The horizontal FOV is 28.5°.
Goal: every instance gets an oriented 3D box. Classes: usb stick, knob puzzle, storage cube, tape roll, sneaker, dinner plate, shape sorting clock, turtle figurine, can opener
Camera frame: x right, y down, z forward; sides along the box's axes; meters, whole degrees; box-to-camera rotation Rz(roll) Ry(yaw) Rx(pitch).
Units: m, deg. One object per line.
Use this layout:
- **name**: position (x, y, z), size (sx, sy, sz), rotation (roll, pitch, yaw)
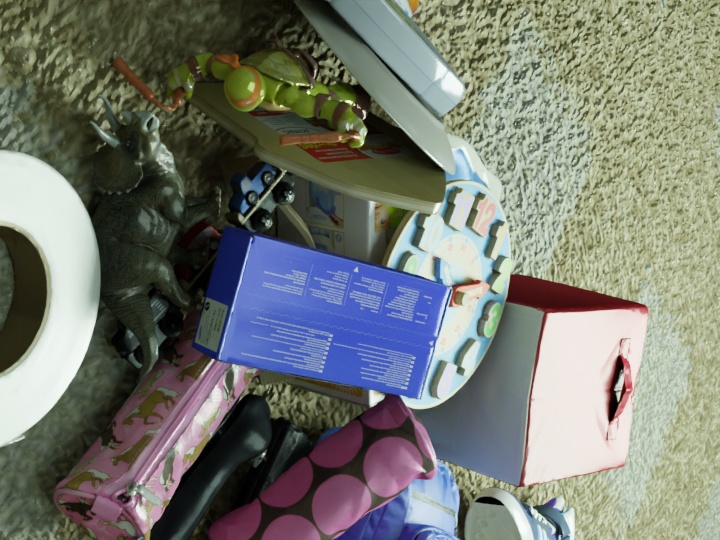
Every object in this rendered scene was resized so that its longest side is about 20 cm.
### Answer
- **usb stick**: position (-0.097, 0.223, 1.220), size (0.201, 0.032, 0.056), rotation (-65, 150, -18)
- **knob puzzle**: position (-0.018, -0.089, 1.109), size (0.219, 0.219, 0.031), rotation (-10, 129, -53)
- **storage cube**: position (0.154, 0.102, 1.405), size (0.179, 0.199, 0.173), rotation (-1, 101, -48)
- **tape roll**: position (-0.254, 0.019, 0.933), size (0.202, 0.037, 0.205), rotation (-22, 118, -51)
- **sneaker**: position (0.074, -0.057, 1.340), size (0.200, 0.076, 0.113), rotation (33, 63, -60)
- **dinner plate**: position (0.016, -0.159, 1.143), size (0.024, 0.201, 0.200), rotation (-42, 144, 9)
- **shape sorting clock**: position (0.074, 0.022, 1.219), size (0.199, 0.039, 0.202), rotation (-20, 115, -50)
- **sneaker**: position (0.187, 0.287, 1.611), size (0.147, 0.080, 0.202), rotation (-52, 135, -44)
- **turtle figurine**: position (-0.067, -0.137, 1.037), size (0.161, 0.198, 0.065), rotation (-14, 118, -67)
- **can opener**: position (-0.135, 0.177, 1.143), size (0.201, 0.078, 0.063), rotation (-60, 180, -20)

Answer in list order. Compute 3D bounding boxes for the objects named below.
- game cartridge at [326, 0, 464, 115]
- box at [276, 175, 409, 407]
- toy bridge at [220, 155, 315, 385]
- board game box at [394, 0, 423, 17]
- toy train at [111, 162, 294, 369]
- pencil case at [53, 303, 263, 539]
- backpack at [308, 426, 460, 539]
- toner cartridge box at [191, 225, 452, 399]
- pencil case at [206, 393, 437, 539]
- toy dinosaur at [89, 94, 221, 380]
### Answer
- **game cartridge**: position (0.005, -0.211, 1.130), size (0.041, 0.134, 0.200), rotation (-39, 130, 13)
- **box**: position (0.000, 0.000, 1.232), size (0.112, 0.101, 0.202), rotation (-20, 116, -50)
- **toy bridge**: position (-0.067, 0.002, 1.170), size (0.066, 0.027, 0.202), rotation (-11, 115, -6)
- **board game box**: position (0.023, -0.332, 1.217), size (0.135, 0.044, 0.201), rotation (-54, 138, -31)
- **toy train**: position (-0.120, -0.012, 1.087), size (0.046, 0.034, 0.200), rotation (45, 75, -20)
- **pencil case**: position (-0.145, 0.115, 1.071), size (0.201, 0.086, 0.083), rotation (-56, 146, -33)
- **backpack**: position (0.016, 0.253, 1.276), size (0.162, 0.166, 0.202), rotation (40, 65, -59)
- **toner cartridge box**: position (-0.026, 0.035, 1.083), size (0.199, 0.043, 0.096), rotation (15, 94, -38)
- **pencil case**: position (-0.029, 0.186, 1.152), size (0.199, 0.091, 0.094), rotation (-35, 147, -3)
- **toy dinosaur**: position (-0.158, -0.025, 1.032), size (0.077, 0.101, 0.202), rotation (-109, -149, -69)
